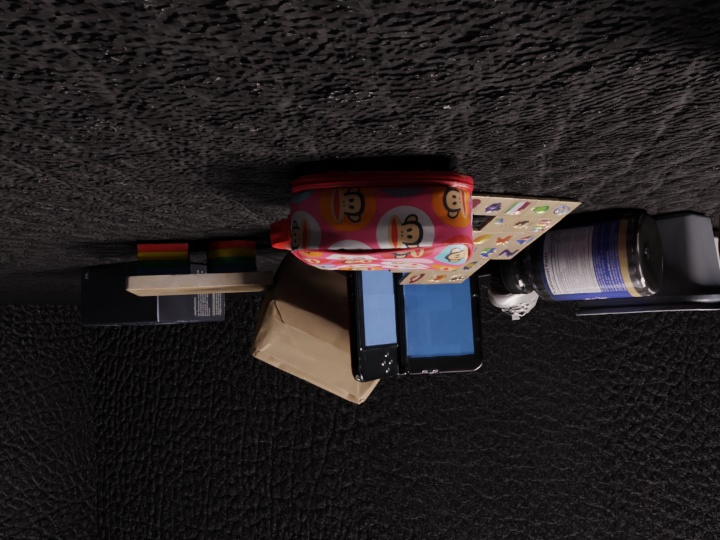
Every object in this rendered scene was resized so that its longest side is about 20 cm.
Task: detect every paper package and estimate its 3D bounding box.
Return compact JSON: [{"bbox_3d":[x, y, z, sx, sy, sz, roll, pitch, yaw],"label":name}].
[{"bbox_3d":[-0.057,0.079,0.977,0.190,0.104,0.200,26,-161,-10],"label":"paper package"}]

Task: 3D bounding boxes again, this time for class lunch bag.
[{"bbox_3d":[0.007,-0.037,0.584,0.175,0.082,0.200,-2,177,1],"label":"lunch bag"}]

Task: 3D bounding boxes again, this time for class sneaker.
[{"bbox_3d":[0.261,0.045,1.059,0.074,0.083,0.200,11,-169,29],"label":"sneaker"}]

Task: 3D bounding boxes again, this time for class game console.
[{"bbox_3d":[0.072,0.037,0.837,0.118,0.201,0.172,-6,175,29],"label":"game console"}]

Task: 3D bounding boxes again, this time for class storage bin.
[{"bbox_3d":[0.427,-0.006,0.944,0.145,0.135,0.199,1,175,-42],"label":"storage bin"}]

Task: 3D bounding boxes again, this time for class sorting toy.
[{"bbox_3d":[-0.242,-0.004,0.976,0.198,0.070,0.200,-2,176,-14],"label":"sorting toy"}]

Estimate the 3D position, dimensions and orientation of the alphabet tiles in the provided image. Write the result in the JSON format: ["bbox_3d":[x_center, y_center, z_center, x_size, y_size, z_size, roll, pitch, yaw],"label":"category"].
[{"bbox_3d":[0.133,-0.031,0.761,0.166,0.008,0.200,-1,153,-30],"label":"alphabet tiles"}]

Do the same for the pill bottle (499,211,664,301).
[{"bbox_3d":[0.301,-0.015,0.895,0.199,0.113,0.112,-6,175,41],"label":"pill bottle"}]

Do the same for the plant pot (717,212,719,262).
[{"bbox_3d":[0.263,-0.030,0.218,0.200,0.202,0.195,-3,168,10],"label":"plant pot"}]

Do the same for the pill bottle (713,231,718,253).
[{"bbox_3d":[0.648,-0.013,1.162,0.112,0.113,0.200,-6,176,36],"label":"pill bottle"}]

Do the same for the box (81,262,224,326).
[{"bbox_3d":[-0.408,0.049,1.282,0.196,0.118,0.200,-5,174,25],"label":"box"}]

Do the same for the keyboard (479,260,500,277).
[{"bbox_3d":[0.259,-0.026,1.053,0.199,0.021,0.127,-10,-164,25],"label":"keyboard"}]
